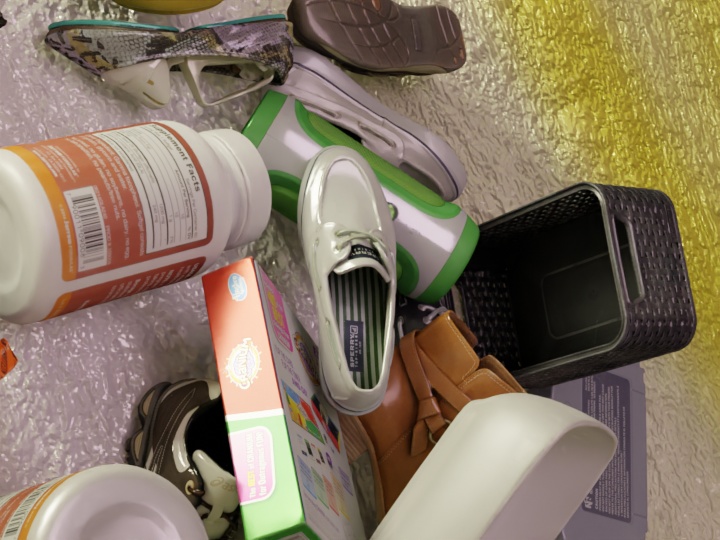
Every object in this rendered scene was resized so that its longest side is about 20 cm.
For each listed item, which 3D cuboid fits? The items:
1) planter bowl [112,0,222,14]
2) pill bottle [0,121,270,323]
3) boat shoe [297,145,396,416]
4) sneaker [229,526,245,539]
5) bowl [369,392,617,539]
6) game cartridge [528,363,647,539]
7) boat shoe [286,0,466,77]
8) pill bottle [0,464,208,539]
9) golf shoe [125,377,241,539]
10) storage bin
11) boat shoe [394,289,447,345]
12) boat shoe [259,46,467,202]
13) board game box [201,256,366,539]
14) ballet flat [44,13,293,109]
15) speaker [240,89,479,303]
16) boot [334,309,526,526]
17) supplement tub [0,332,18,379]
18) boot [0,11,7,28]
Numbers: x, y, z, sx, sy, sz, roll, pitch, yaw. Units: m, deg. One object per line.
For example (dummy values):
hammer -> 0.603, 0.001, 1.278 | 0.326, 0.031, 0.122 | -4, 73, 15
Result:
planter bowl -> -0.144, -0.245, 1.004 | 0.200, 0.199, 0.084 | -30, 134, -42
pill bottle -> -0.162, -0.040, 0.918 | 0.199, 0.112, 0.113 | -17, 86, -43
boat shoe -> 0.000, 0.000, 0.963 | 0.073, 0.067, 0.202 | -4, 76, -16
sneaker -> -0.015, 0.228, 0.985 | 0.199, 0.075, 0.101 | 12, 68, -37
bowl -> 0.082, 0.167, 0.926 | 0.200, 0.074, 0.200 | -55, 158, 3
game cartridge -> 0.207, 0.158, 1.229 | 0.133, 0.041, 0.202 | 23, 61, -37
boat shoe -> 0.007, -0.194, 1.156 | 0.199, 0.073, 0.075 | 5, 75, -46
pill bottle -> -0.180, 0.181, 0.774 | 0.112, 0.199, 0.113 | 14, 66, -36
golf shoe -> -0.117, 0.169, 0.907 | 0.077, 0.094, 0.202 | 12, 69, -39
storage bin -> 0.168, 0.018, 1.131 | 0.093, 0.199, 0.136 | 3, 73, -40
boat shoe -> 0.052, 0.056, 1.108 | 0.071, 0.068, 0.202 | 13, 67, -37
boat shoe -> 0.002, -0.105, 1.121 | 0.200, 0.072, 0.066 | 37, 59, -25
board game box -> -0.048, 0.114, 0.918 | 0.153, 0.040, 0.201 | 59, 14, -54
ballet flat -> -0.136, -0.156, 1.012 | 0.199, 0.072, 0.073 | -8, 80, -31
speaker -> -0.007, -0.057, 1.057 | 0.199, 0.088, 0.089 | 33, 55, -8
boot -> 0.069, 0.141, 1.031 | 0.200, 0.155, 0.077 | 50, 12, -3
supplement tub -> -0.298, 0.000, 0.789 | 0.122, 0.122, 0.201 | -43, 104, -41
boot -> -0.270, -0.215, 0.897 | 0.199, 0.068, 0.131 | -33, 101, -35
